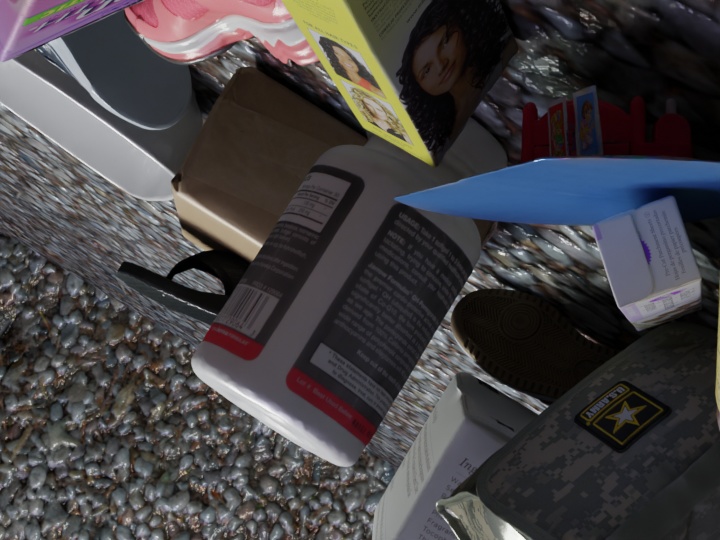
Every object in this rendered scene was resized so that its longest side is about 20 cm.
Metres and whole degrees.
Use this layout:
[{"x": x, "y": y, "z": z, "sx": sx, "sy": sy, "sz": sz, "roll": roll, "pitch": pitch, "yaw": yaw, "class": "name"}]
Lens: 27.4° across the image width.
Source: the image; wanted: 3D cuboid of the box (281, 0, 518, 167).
[{"x": 0.008, "y": -0.124, "z": 0.613, "sx": 0.050, "sy": 0.076, "sz": 0.200, "roll": 30, "pitch": 170, "yaw": 28, "class": "box"}]

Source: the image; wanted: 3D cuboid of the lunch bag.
[{"x": 0.146, "y": 0.115, "z": 0.806, "sx": 0.118, "sy": 0.164, "sz": 0.200, "roll": 53, "pitch": 166, "yaw": 5, "class": "lunch bag"}]

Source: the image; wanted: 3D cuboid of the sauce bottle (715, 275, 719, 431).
[{"x": 0.171, "y": -0.005, "z": 0.566, "sx": 0.064, "sy": 0.065, "sz": 0.201, "roll": 25, "pitch": 142, "yaw": 31, "class": "sauce bottle"}]

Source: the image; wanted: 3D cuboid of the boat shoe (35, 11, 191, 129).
[{"x": -0.200, "y": -0.175, "z": 0.998, "sx": 0.200, "sy": 0.071, "sz": 0.091, "roll": 45, "pitch": 166, "yaw": -23, "class": "boat shoe"}]

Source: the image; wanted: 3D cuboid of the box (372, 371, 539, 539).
[{"x": 0.120, "y": 0.183, "z": 1.005, "sx": 0.199, "sy": 0.131, "sz": 0.199, "roll": 30, "pitch": -176, "yaw": 0, "class": "box"}]

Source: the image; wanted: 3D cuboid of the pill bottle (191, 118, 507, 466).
[{"x": 0.000, "y": 0.000, "z": 0.839, "sx": 0.110, "sy": 0.201, "sz": 0.111, "roll": 31, "pitch": 169, "yaw": 7, "class": "pill bottle"}]

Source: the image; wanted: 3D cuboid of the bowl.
[{"x": -0.210, "y": -0.140, "z": 1.142, "sx": 0.199, "sy": 0.075, "sz": 0.200, "roll": 35, "pitch": 169, "yaw": -16, "class": "bowl"}]

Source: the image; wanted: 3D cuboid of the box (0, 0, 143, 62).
[{"x": -0.095, "y": -0.174, "z": 0.427, "sx": 0.177, "sy": 0.096, "sz": 0.200, "roll": 64, "pitch": 164, "yaw": -7, "class": "box"}]

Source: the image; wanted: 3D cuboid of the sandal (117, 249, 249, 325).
[{"x": -0.074, "y": 0.022, "z": 1.037, "sx": 0.199, "sy": 0.048, "sz": 0.075, "roll": 17, "pitch": 165, "yaw": 14, "class": "sandal"}]

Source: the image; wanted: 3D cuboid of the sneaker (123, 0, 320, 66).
[{"x": -0.067, "y": -0.158, "z": 0.736, "sx": 0.199, "sy": 0.074, "sz": 0.087, "roll": 11, "pitch": 143, "yaw": 52, "class": "sneaker"}]

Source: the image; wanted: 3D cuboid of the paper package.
[{"x": -0.024, "y": -0.030, "z": 1.034, "sx": 0.199, "sy": 0.104, "sz": 0.191, "roll": 31, "pitch": 170, "yaw": 0, "class": "paper package"}]

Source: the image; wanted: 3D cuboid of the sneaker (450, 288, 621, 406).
[{"x": 0.161, "y": 0.086, "z": 1.108, "sx": 0.199, "sy": 0.072, "sz": 0.113, "roll": 26, "pitch": 164, "yaw": 21, "class": "sneaker"}]

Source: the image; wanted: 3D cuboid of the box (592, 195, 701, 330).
[{"x": 0.144, "y": 0.001, "z": 0.723, "sx": 0.200, "sy": 0.038, "sz": 0.042, "roll": 19, "pitch": -128, "yaw": -77, "class": "box"}]

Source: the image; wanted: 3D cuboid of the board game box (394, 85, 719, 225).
[{"x": 0.114, "y": -0.051, "z": 0.667, "sx": 0.157, "sy": 0.039, "sz": 0.200, "roll": 4, "pitch": 174, "yaw": -25, "class": "board game box"}]
